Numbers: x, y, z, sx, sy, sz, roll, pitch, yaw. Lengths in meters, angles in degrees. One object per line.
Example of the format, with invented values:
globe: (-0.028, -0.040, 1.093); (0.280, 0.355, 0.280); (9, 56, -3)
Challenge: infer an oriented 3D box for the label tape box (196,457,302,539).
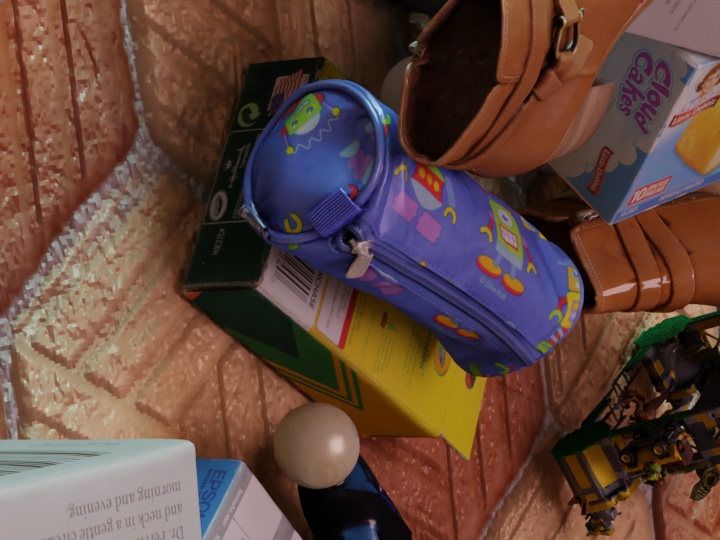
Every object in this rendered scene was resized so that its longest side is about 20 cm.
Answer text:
label tape box: (-0.057, 0.201, 1.173); (0.200, 0.063, 0.144); (57, 46, -37)

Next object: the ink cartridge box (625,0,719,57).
ink cartridge box: (0.202, -0.180, 1.316); (0.200, 0.084, 0.145); (12, 45, -20)

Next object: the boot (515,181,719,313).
boot: (0.190, 0.003, 1.405); (0.155, 0.200, 0.074); (-9, 114, -34)

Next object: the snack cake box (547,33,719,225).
snack cake box: (0.198, -0.110, 1.396); (0.200, 0.067, 0.115); (-21, 150, -41)

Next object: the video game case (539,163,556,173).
video game case: (0.114, -0.188, 1.480); (0.200, 0.022, 0.182); (-58, 133, -38)

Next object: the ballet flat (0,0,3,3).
ballet flat: (-0.147, -0.169, 1.062); (0.072, 0.072, 0.200); (50, 50, -42)

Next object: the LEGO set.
LEGO set: (0.212, 0.104, 1.490); (0.116, 0.154, 0.200); (62, 30, -13)

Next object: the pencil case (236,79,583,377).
pencil case: (0.027, -0.013, 1.202); (0.200, 0.078, 0.087); (34, 31, -49)

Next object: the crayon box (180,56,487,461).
crayon box: (0.000, 0.000, 1.277); (0.200, 0.051, 0.127); (43, 54, -45)

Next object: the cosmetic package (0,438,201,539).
cosmetic package: (-0.162, 0.169, 0.933); (0.165, 0.165, 0.200); (-7, 93, -55)

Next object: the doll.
doll: (0.004, 0.127, 1.235); (0.200, 0.048, 0.136); (59, 5, -48)

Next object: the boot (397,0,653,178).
boot: (0.083, -0.135, 1.153); (0.155, 0.074, 0.200); (-11, 115, -62)

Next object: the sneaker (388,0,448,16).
sneaker: (0.039, -0.224, 1.329); (0.091, 0.076, 0.200); (0, 75, -30)

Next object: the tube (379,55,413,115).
tube: (0.074, -0.101, 1.323); (0.050, 0.077, 0.200); (57, 30, 3)
